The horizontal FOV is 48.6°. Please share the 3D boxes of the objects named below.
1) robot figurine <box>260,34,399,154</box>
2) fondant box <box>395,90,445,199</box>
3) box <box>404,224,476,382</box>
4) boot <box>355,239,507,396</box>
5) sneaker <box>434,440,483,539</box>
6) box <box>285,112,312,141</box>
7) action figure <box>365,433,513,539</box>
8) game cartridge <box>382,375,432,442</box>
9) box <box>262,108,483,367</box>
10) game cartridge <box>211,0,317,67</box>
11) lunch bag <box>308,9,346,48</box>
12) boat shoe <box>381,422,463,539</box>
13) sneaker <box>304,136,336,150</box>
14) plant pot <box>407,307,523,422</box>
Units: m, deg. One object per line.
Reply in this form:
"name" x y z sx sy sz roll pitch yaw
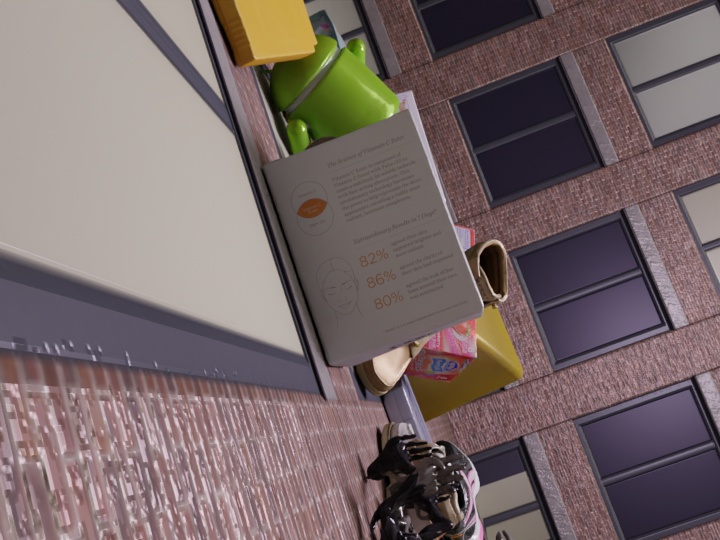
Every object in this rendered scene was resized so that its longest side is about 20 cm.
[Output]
"robot figurine" -0.031 -0.217 1.023 0.200 0.176 0.116 39 -24 -16
"fondant box" 0.080 -0.196 1.403 0.144 0.058 0.202 153 -81 -81
"box" 0.096 0.038 1.091 0.095 0.102 0.201 122 -25 -57
"boot" 0.085 0.050 0.917 0.073 0.155 0.200 53 42 -20
"sneaker" 0.140 0.327 1.211 0.201 0.080 0.087 -105 172 -57
"box" -0.061 -0.217 1.196 0.200 0.070 0.065 59 13 -67
"action figure" 0.060 0.203 0.633 0.119 0.101 0.200 62 5 -16
"game cartridge" 0.074 0.230 1.114 0.133 0.041 0.201 -107 176 -73
"box" 0.016 -0.026 0.772 0.106 0.151 0.202 41 30 -79
"game cartridge" -0.122 -0.326 0.868 0.176 0.032 0.202 -39 113 -64
"lunch bag" -0.058 -0.325 1.407 0.171 0.121 0.201 65 1 -53
"boat shoe" 0.064 0.217 0.834 0.200 0.068 0.075 -97 167 -71
"sneaker" -0.028 -0.052 0.939 0.106 0.074 0.202 70 12 -64
"plant pot" 0.110 0.092 1.252 0.176 0.199 0.201 44 23 -52
